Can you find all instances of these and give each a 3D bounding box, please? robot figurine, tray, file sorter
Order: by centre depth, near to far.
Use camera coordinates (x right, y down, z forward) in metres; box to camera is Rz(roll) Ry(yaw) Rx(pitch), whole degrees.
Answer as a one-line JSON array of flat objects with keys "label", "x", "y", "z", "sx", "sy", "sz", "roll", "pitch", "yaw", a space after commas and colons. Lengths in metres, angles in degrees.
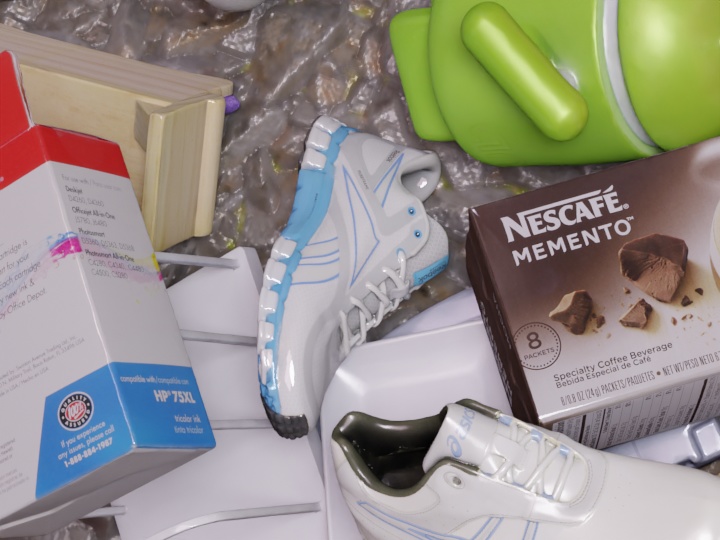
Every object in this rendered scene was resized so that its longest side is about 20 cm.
[{"label": "tray", "x": 0.036, "y": 0.127, "z": 0.872, "sx": 0.106, "sy": 0.022, "sz": 0.202, "roll": -12, "pitch": 66, "yaw": 16}, {"label": "robot figurine", "x": 0.114, "y": -0.112, "z": 0.876, "sx": 0.199, "sy": 0.175, "sz": 0.117, "roll": -1, "pitch": 112, "yaw": 37}, {"label": "file sorter", "x": -0.109, "y": 0.103, "z": 0.908, "sx": 0.138, "sy": 0.124, "sz": 0.201, "roll": -28, "pitch": 72, "yaw": 27}]

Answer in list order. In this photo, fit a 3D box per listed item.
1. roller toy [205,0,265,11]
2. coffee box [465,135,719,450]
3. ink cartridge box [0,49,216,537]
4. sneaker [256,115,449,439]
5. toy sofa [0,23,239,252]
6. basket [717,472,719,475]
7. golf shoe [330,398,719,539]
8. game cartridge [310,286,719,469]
[{"label": "roller toy", "x": -0.070, "y": -0.248, "z": 0.943, "sx": 0.139, "sy": 0.183, "sz": 0.201, "roll": -36, "pitch": 36, "yaw": 10}, {"label": "coffee box", "x": 0.159, "y": 0.007, "z": 0.839, "sx": 0.198, "sy": 0.080, "sz": 0.114, "roll": -15, "pitch": 67, "yaw": -3}, {"label": "ink cartridge box", "x": -0.157, "y": 0.012, "z": 0.833, "sx": 0.116, "sy": 0.067, "sz": 0.202, "roll": -27, "pitch": 72, "yaw": 26}, {"label": "sneaker", "x": 0.000, "y": 0.000, "z": 0.902, "sx": 0.086, "sy": 0.075, "sz": 0.201, "roll": 8, "pitch": 52, "yaw": 8}, {"label": "toy sofa", "x": -0.172, "y": -0.080, "z": 1.010, "sx": 0.198, "sy": 0.097, "sz": 0.084, "roll": 16, "pitch": 110, "yaw": 20}, {"label": "basket", "x": 0.226, "y": 0.152, "z": 0.765, "sx": 0.200, "sy": 0.143, "sz": 0.149, "roll": -38, "pitch": 102, "yaw": 7}, {"label": "golf shoe", "x": 0.070, "y": 0.100, "z": 0.771, "sx": 0.199, "sy": 0.098, "sz": 0.079, "roll": -5, "pitch": 43, "yaw": 34}, {"label": "game cartridge", "x": 0.075, "y": 0.075, "z": 0.914, "sx": 0.199, "sy": 0.040, "sz": 0.134, "roll": -26, "pitch": 77, "yaw": 13}]
